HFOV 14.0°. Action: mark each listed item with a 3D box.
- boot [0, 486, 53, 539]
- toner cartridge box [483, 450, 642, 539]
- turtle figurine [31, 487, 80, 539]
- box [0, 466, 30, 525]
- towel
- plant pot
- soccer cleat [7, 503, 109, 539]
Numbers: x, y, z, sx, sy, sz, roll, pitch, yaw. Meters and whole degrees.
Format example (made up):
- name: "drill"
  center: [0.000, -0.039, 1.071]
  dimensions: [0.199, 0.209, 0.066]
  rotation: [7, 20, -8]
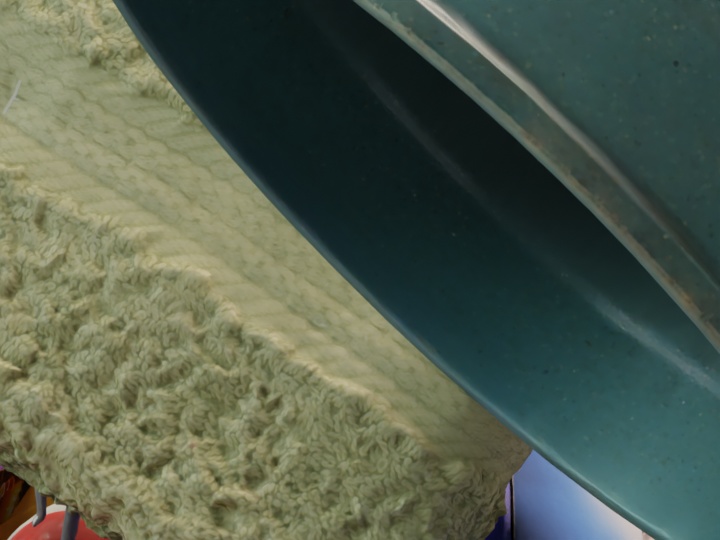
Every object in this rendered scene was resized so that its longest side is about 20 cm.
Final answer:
- name: "boot"
  center: [-0.095, 0.080, 1.129]
  dimensions: [0.144, 0.071, 0.201]
  rotation: [-62, 4, 19]
- name: "toner cartridge box"
  center: [0.025, 0.102, 0.684]
  dimensions: [0.095, 0.043, 0.200]
  rotation: [-52, 14, 23]
- name: "turtle figurine"
  center: [-0.027, 0.005, 0.784]
  dimensions: [0.150, 0.100, 0.201]
  rotation: [-145, 77, -78]
- name: "box"
  center: [-0.184, 0.162, 1.173]
  dimensions: [0.137, 0.039, 0.201]
  rotation: [-29, -41, -74]
- name: "towel"
  center: [-0.037, -0.007, 0.689]
  dimensions: [0.149, 0.200, 0.036]
  rotation: [-54, -21, -7]
- name: "plant pot"
  center: [0.078, -0.071, 0.568]
  dimensions: [0.188, 0.200, 0.200]
  rotation: [-47, 10, -11]
- name: "soccer cleat"
  center: [-0.117, 0.148, 0.890]
  dimensions: [0.200, 0.069, 0.085]
  rotation: [-58, -2, 16]
